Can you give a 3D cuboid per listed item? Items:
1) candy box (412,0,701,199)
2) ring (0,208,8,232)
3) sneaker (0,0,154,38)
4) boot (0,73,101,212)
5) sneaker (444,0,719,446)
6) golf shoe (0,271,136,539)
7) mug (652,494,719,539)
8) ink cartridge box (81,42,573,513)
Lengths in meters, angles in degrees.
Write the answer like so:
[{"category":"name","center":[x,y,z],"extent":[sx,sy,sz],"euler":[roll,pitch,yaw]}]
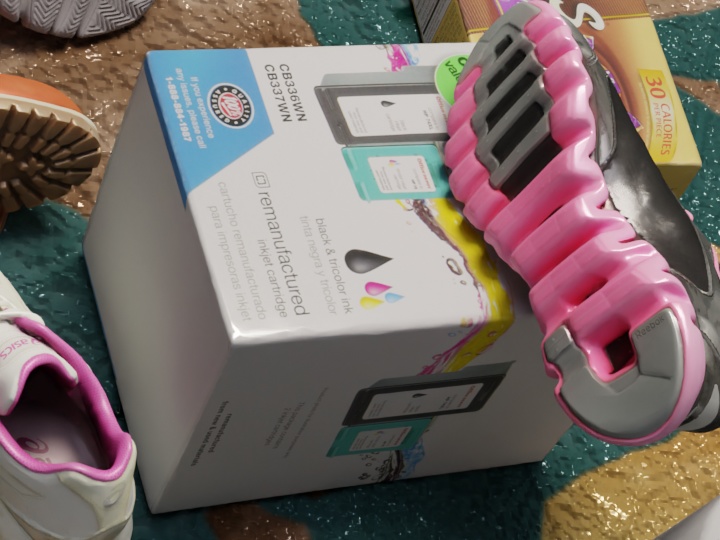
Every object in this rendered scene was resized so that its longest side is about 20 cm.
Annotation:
[{"category":"candy box","center":[0.098,-0.122,1.012],"extent":[0.116,0.057,0.201],"euler":[1,57,-19]},{"category":"ring","center":[-0.258,-0.057,0.858],"extent":[0.199,0.019,0.201],"euler":[9,54,-13]},{"category":"sneaker","center":[-0.197,-0.179,0.932],"extent":[0.199,0.078,0.112],"euler":[10,25,-39]},{"category":"boot","center":[-0.215,-0.087,0.841],"extent":[0.199,0.075,0.108],"euler":[7,49,-14]},{"category":"sneaker","center":[0.102,-0.018,0.755],"extent":[0.095,0.079,0.201],"euler":[10,53,-43]},{"category":"golf shoe","center":[-0.155,0.031,0.779],"extent":[0.075,0.092,0.200],"euler":[-33,76,-33]},{"category":"mug","center":[0.184,0.167,0.773],"extent":[0.186,0.153,0.150],"euler":[29,50,1]},{"category":"ink cartridge box","center":[0.000,0.000,0.829],"extent":[0.199,0.146,0.147],"euler":[-5,58,-25]}]
